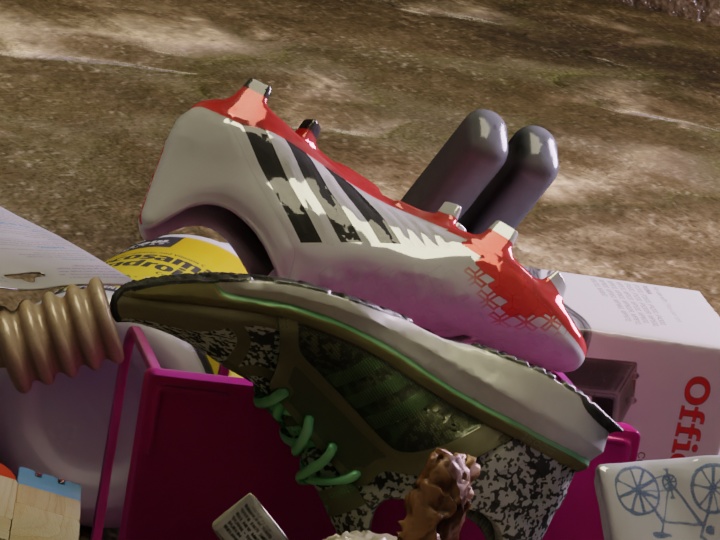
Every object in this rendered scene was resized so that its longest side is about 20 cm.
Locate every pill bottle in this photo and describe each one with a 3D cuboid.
[{"bbox_3d":[-0.097,0.045,1.426,0.111,0.113,0.200,14,15,12],"label":"pill bottle"}]

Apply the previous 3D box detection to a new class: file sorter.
[{"bbox_3d":[-0.008,0.105,1.221,0.199,0.140,0.125,7,12,-13],"label":"file sorter"}]

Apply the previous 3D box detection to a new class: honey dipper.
[{"bbox_3d":[-0.195,0.049,1.206,0.199,0.038,0.038,-17,19,-5],"label":"honey dipper"}]

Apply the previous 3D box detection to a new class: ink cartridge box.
[{"bbox_3d":[0.059,0.077,1.347,0.199,0.148,0.083,7,16,-11],"label":"ink cartridge box"}]

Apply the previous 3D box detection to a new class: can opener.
[{"bbox_3d":[0.026,-0.013,1.395,0.052,0.200,0.067,14,54,-21],"label":"can opener"}]

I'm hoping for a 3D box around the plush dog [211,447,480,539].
[{"bbox_3d":[0.004,0.152,1.085,0.199,0.161,0.172,12,-12,-3],"label":"plush dog"}]

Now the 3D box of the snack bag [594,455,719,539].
[{"bbox_3d":[0.172,0.162,1.052,0.188,0.201,0.021,0,-12,-28],"label":"snack bag"}]

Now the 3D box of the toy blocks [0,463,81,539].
[{"bbox_3d":[-0.181,0.088,1.087,0.199,0.100,0.137,17,10,-7],"label":"toy blocks"}]

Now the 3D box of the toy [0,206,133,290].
[{"bbox_3d":[-0.206,-0.016,1.277,0.200,0.047,0.115,31,20,36],"label":"toy"}]

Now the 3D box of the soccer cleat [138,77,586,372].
[{"bbox_3d":[0.000,0.000,1.249,0.199,0.085,0.069,32,-17,2],"label":"soccer cleat"}]

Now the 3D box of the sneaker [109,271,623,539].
[{"bbox_3d":[-0.004,0.058,1.110,0.199,0.089,0.077,20,-5,-6],"label":"sneaker"}]
